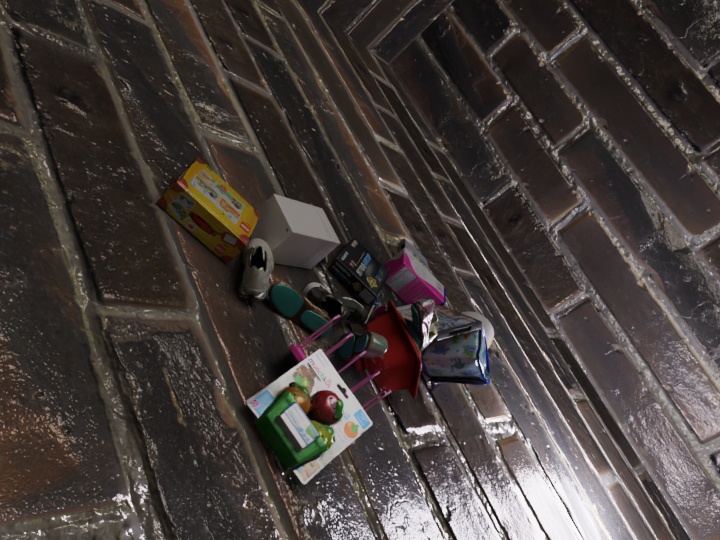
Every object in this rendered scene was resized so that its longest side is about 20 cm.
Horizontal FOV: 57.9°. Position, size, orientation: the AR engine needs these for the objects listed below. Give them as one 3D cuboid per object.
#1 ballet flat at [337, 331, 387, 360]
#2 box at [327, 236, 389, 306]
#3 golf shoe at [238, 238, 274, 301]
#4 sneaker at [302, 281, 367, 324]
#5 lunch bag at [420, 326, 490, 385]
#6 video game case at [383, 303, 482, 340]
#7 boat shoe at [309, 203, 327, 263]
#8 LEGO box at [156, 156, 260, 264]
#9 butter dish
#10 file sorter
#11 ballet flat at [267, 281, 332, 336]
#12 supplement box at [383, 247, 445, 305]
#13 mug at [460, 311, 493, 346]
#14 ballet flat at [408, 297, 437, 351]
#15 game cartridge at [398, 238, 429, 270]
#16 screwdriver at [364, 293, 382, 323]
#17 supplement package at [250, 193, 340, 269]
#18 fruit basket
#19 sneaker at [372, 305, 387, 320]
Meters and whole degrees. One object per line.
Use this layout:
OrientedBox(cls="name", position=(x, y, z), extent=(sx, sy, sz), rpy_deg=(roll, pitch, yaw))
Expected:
OrientedBox(cls="ballet flat", position=(0.005, 0.179, 1.510), extent=(0.063, 0.200, 0.068), rpy_deg=(19, 76, -19))
OrientedBox(cls="box", position=(0.000, 0.000, 1.884), extent=(0.159, 0.046, 0.200), rpy_deg=(44, 24, -4))
OrientedBox(cls="golf shoe", position=(-0.223, -0.026, 1.450), extent=(0.077, 0.098, 0.201), rpy_deg=(9, 36, -14))
OrientedBox(cls="sneaker", position=(-0.052, 0.099, 1.616), extent=(0.199, 0.067, 0.091), rpy_deg=(29, 11, -35))
OrientedBox(cls="lunch bag", position=(0.266, 0.253, 1.801), extent=(0.201, 0.168, 0.128), rpy_deg=(66, 32, -49))
OrientedBox(cls="video game case", position=(0.190, 0.130, 1.734), extent=(0.179, 0.026, 0.199), rpy_deg=(-8, 19, -41))
OrientedBox(cls="boat shoe", position=(-0.136, -0.097, 1.796), extent=(0.067, 0.056, 0.202), rpy_deg=(81, -8, -58))
OrientedBox(cls="LEGO box", position=(-0.332, -0.136, 1.453), extent=(0.200, 0.077, 0.149), rpy_deg=(44, 25, -18))
OrientedBox(cls="butter dish", position=(0.054, 0.210, 1.598), extent=(0.200, 0.146, 0.201), rpy_deg=(93, -23, -52))
OrientedBox(cls="file sorter", position=(-0.039, 0.209, 1.371), extent=(0.201, 0.125, 0.139), rpy_deg=(54, -6, 6))
OrientedBox(cls="ballet flat", position=(-0.144, 0.081, 1.515), extent=(0.199, 0.068, 0.072), rpy_deg=(37, 7, -31))
OrientedBox(cls="supplement box", position=(0.171, 0.042, 2.079), extent=(0.200, 0.103, 0.102), rpy_deg=(45, 25, -17))
OrientedBox(cls="mug", position=(0.356, 0.246, 2.084), extent=(0.186, 0.149, 0.153), rpy_deg=(42, 32, -5))
OrientedBox(cls="ballet flat", position=(0.154, 0.135, 1.574), extent=(0.201, 0.070, 0.069), rpy_deg=(91, -24, -50))
OrientedBox(cls="game cartridge", position=(0.189, -0.018, 2.281), extent=(0.133, 0.041, 0.201), rpy_deg=(46, 24, -23))
OrientedBox(cls="screwdriver", position=(0.037, 0.103, 1.833), extent=(0.028, 0.029, 0.200), rpy_deg=(48, 19, -7))
OrientedBox(cls="supplement package", position=(-0.169, -0.094, 1.632), extent=(0.199, 0.121, 0.121), rpy_deg=(11, 46, -57))
OrientedBox(cls="fruit basket", position=(-0.089, 0.268, 1.230), extent=(0.199, 0.094, 0.186), rpy_deg=(-32, 83, -34))
OrientedBox(cls="sneaker", position=(0.115, 0.186, 1.799), extent=(0.088, 0.081, 0.201), rpy_deg=(12, 46, -53))
